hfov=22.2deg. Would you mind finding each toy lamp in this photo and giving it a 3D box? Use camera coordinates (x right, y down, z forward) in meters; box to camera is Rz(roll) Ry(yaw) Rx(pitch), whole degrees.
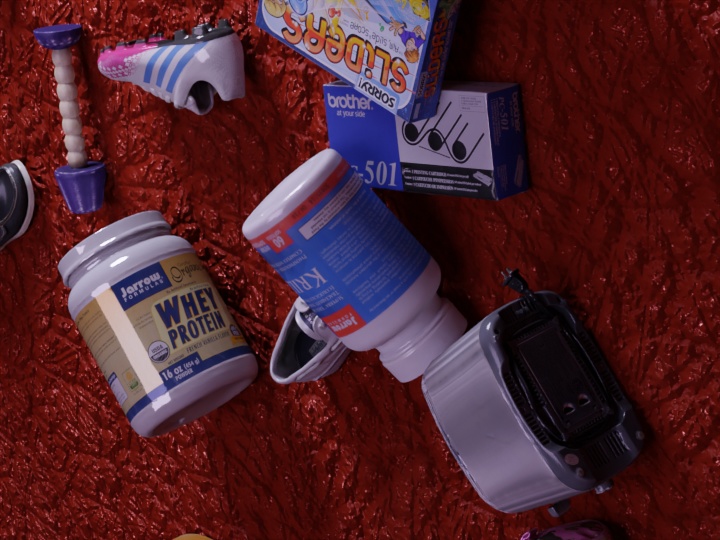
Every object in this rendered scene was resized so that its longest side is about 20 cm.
[{"bbox_3d":[-0.307,-0.160,1.963,0.058,0.058,0.200,12,114,44],"label":"toy lamp"}]

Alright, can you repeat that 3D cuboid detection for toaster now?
[{"bbox_3d":[0.136,0.110,1.552,0.200,0.114,0.129,59,141,7],"label":"toaster"}]

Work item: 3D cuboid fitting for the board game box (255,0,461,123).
[{"bbox_3d":[-0.003,-0.229,1.555,0.200,0.034,0.135,35,128,34],"label":"board game box"}]

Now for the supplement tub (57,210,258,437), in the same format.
[{"bbox_3d":[-0.210,0.054,1.880,0.144,0.144,0.200,-41,76,48],"label":"supplement tub"}]

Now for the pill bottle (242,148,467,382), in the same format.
[{"bbox_3d":[0.000,0.000,1.621,0.200,0.112,0.112,47,140,-10],"label":"pill bottle"}]

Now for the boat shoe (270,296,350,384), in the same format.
[{"bbox_3d":[-0.029,0.043,1.737,0.074,0.065,0.200,47,135,24],"label":"boat shoe"}]

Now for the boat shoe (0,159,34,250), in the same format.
[{"bbox_3d":[-0.437,-0.060,2.141,0.200,0.068,0.072,-41,74,47],"label":"boat shoe"}]

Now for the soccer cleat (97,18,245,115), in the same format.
[{"bbox_3d":[-0.188,-0.191,1.806,0.200,0.070,0.086,-2,105,48],"label":"soccer cleat"}]

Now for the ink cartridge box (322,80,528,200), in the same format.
[{"bbox_3d":[0.054,-0.116,1.594,0.200,0.044,0.094,9,112,46],"label":"ink cartridge box"}]

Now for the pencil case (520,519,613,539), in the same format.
[{"bbox_3d":[0.199,0.315,1.598,0.083,0.087,0.200,-154,49,-77],"label":"pencil case"}]

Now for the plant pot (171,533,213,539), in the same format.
[{"bbox_3d":[-0.226,0.417,2.026,0.200,0.183,0.200,22,122,41],"label":"plant pot"}]
